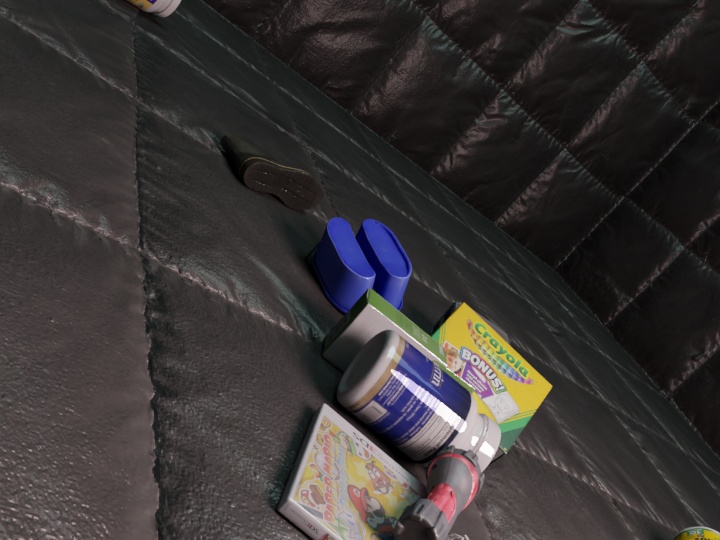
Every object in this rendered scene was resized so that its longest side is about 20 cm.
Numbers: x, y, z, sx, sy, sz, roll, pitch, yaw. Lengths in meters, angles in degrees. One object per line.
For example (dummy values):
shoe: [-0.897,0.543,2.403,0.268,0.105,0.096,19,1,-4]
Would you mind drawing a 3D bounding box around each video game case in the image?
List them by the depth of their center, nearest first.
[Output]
video game case: [0.008,0.245,0.752,0.182,0.023,0.200,40,16,-5]

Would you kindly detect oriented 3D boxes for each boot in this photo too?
boot: [-0.171,-0.201,1.402,0.200,0.078,0.138,25,18,-47]

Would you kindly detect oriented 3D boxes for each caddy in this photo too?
caddy: [0.000,0.000,1.208,0.140,0.105,0.201,1,40,-26]

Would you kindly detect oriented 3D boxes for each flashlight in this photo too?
flashlight: [0.085,0.246,0.765,0.068,0.068,0.200,46,15,13]

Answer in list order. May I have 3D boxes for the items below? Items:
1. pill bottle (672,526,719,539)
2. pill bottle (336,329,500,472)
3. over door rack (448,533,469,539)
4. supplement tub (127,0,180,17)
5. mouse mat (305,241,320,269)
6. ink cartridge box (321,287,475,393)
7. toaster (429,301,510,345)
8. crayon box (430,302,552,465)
pill bottle: [0.588,0.524,1.211,0.113,0.113,0.200,45,17,14]
pill bottle: [0.077,0.178,0.917,0.200,0.116,0.116,39,16,-10]
over door rack: [0.180,0.363,0.735,0.147,0.067,0.200,31,-2,-32]
supplement tub: [-0.549,-0.734,1.764,0.199,0.146,0.146,23,25,-48]
mouse mat: [-0.011,0.025,1.304,0.200,0.008,0.161,42,16,-4]
ink cartridge box: [0.054,0.130,1.007,0.200,0.104,0.059,38,17,-11]
toaster: [0.196,0.138,1.302,0.129,0.114,0.200,39,19,0]
crayon box: [0.183,0.174,1.133,0.200,0.058,0.172,44,49,8]
